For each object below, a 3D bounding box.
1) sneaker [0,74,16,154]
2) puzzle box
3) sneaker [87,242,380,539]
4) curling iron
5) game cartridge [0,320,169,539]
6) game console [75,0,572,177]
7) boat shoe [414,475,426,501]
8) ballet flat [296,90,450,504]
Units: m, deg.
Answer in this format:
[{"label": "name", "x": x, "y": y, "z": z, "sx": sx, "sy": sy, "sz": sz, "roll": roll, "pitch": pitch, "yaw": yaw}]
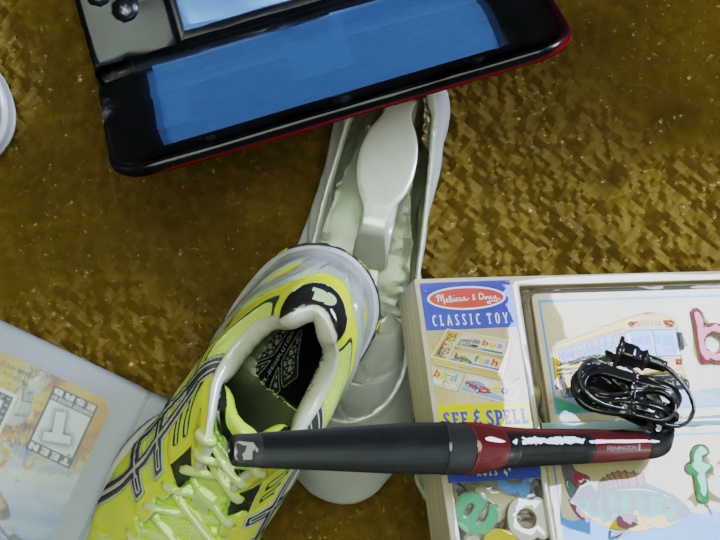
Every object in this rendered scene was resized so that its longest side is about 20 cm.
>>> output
[{"label": "sneaker", "x": -0.250, "y": -0.050, "z": 1.240, "sx": 0.199, "sy": 0.082, "sz": 0.075, "roll": -26, "pitch": 84, "yaw": -3}, {"label": "puzzle box", "x": 0.120, "y": 0.066, "z": 1.214, "sx": 0.199, "sy": 0.025, "sz": 0.134, "roll": -2, "pitch": 70, "yaw": -18}, {"label": "sneaker", "x": -0.063, "y": 0.078, "z": 1.186, "sx": 0.075, "sy": 0.076, "sz": 0.201, "roll": 28, "pitch": 99, "yaw": 2}, {"label": "curling iron", "x": 0.041, "y": 0.063, "z": 1.162, "sx": 0.199, "sy": 0.026, "sz": 0.050, "roll": -8, "pitch": 63, "yaw": -18}, {"label": "game cartridge", "x": -0.170, "y": 0.088, "z": 1.250, "sx": 0.199, "sy": 0.042, "sz": 0.134, "roll": 24, "pitch": 80, "yaw": 3}, {"label": "game console", "x": -0.028, "y": -0.139, "z": 1.231, "sx": 0.199, "sy": 0.119, "sz": 0.173, "roll": -16, "pitch": 84, "yaw": -2}, {"label": "boat shoe", "x": 0.102, "y": 0.127, "z": 1.235, "sx": 0.076, "sy": 0.060, "sz": 0.200, "roll": -36, "pitch": 83, "yaw": -31}, {"label": "ballet flat", "x": 0.000, "y": 0.000, "z": 1.243, "sx": 0.069, "sy": 0.069, "sz": 0.201, "roll": 10, "pitch": 84, "yaw": 1}]
